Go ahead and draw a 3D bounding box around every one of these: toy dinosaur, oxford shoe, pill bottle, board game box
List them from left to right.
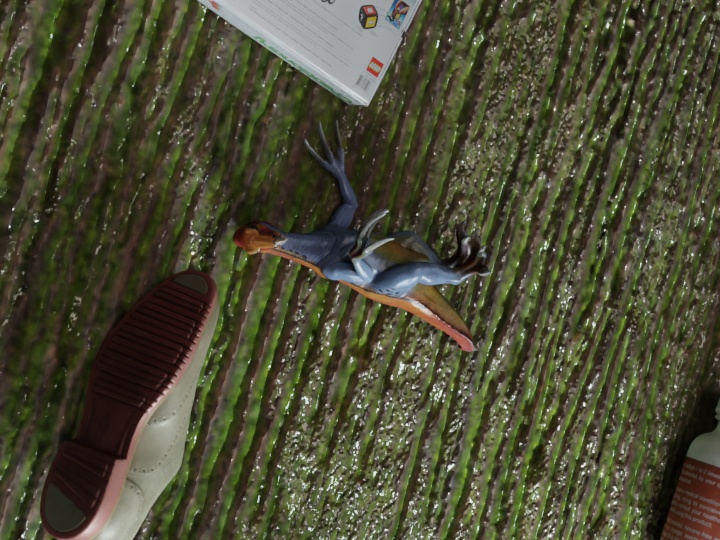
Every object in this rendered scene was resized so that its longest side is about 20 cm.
[{"bbox_3d":[-0.148,0.097,0.907,0.202,0.070,0.075,-61,145,-10],"label":"oxford shoe"},{"bbox_3d":[-0.047,-0.222,0.925,0.199,0.034,0.128,32,82,-28],"label":"board game box"},{"bbox_3d":[0.000,0.000,0.956,0.178,0.105,0.203,-8,114,-7],"label":"toy dinosaur"},{"bbox_3d":[0.327,0.213,1.144,0.111,0.112,0.203,19,88,-29],"label":"pill bottle"}]
